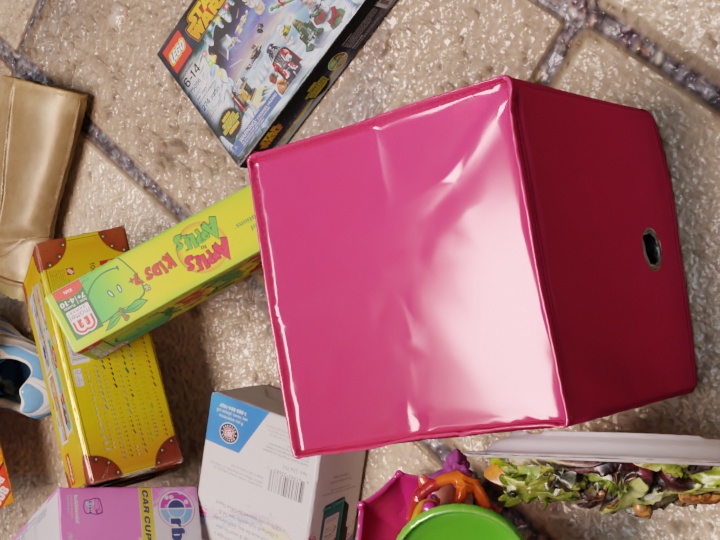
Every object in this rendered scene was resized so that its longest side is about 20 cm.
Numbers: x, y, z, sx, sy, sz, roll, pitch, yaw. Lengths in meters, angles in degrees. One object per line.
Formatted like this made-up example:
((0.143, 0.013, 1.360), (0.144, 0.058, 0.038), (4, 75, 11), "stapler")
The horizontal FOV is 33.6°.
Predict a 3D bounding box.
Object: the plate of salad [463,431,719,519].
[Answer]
((0.160, 0.121, 0.703), (0.199, 0.200, 0.048), (-4, 79, 35), "plate of salad")

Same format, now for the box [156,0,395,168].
((-0.068, -0.200, 0.952), (0.200, 0.040, 0.137), (-49, 64, 26), "box")

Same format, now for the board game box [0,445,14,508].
((-0.467, 0.142, 1.097), (0.200, 0.199, 0.201), (-4, 100, 55), "board game box")

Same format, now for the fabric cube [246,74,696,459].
((0.076, 0.002, 0.761), (0.199, 0.199, 0.198), (-12, 84, 35), "fabric cube")

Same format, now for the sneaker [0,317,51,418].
((-0.355, 0.088, 1.147), (0.199, 0.072, 0.072), (16, 102, 35), "sneaker")

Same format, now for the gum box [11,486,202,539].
((-0.221, 0.240, 0.990), (0.200, 0.113, 0.067), (-43, 50, 50), "gum box")

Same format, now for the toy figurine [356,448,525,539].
((0.043, 0.188, 0.803), (0.149, 0.184, 0.201), (22, 113, -4), "toy figurine")

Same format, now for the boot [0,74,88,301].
((-0.344, -0.087, 1.140), (0.174, 0.066, 0.201), (15, 101, 22), "boot")

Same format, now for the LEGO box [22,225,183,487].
((-0.223, 0.082, 1.009), (0.149, 0.077, 0.201), (144, 112, -66), "LEGO box")

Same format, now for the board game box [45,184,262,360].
((-0.130, -0.004, 0.900), (0.199, 0.102, 0.048), (-29, 85, -7), "board game box")

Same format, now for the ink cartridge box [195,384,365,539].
((-0.069, 0.204, 0.950), (0.116, 0.067, 0.201), (15, 100, 34), "ink cartridge box")
